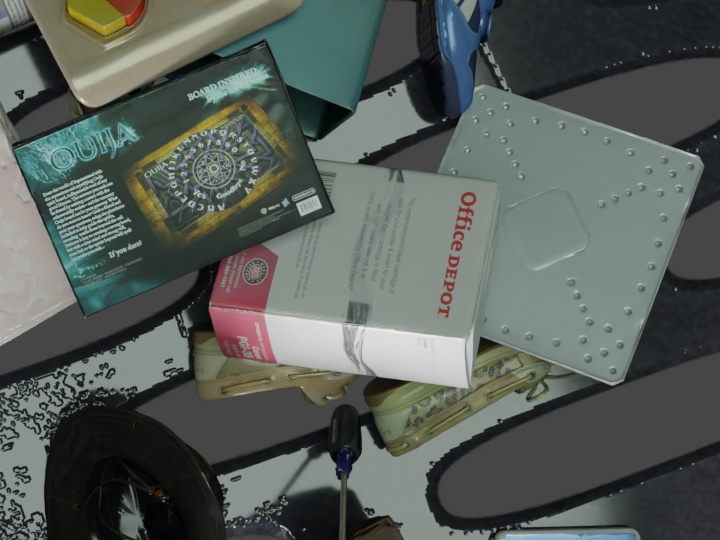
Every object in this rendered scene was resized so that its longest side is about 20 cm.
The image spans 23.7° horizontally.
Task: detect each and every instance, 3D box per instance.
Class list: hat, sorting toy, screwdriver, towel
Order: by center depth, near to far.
[{"bbox_3d":[-0.161,-0.242,1.229,0.184,0.036,0.201,-27,81,-10],"label":"sorting toy"},{"bbox_3d":[-0.320,-0.030,1.295,0.190,0.032,0.201,-26,92,15],"label":"towel"},{"bbox_3d":[-0.017,0.168,1.316,0.029,0.200,0.028,-13,119,13],"label":"screwdriver"},{"bbox_3d":[-0.158,0.190,1.330,0.199,0.081,0.202,10,110,30],"label":"hat"}]

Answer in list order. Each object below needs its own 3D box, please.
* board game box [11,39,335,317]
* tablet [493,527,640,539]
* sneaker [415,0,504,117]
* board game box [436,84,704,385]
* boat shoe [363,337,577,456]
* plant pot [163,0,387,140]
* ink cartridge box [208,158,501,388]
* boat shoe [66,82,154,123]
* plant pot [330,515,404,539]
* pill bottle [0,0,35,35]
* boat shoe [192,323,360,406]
[{"bbox_3d":[-0.134,-0.067,1.239,0.199,0.028,0.136,-22,102,-3],"label":"board game box"},{"bbox_3d":[0.172,0.317,1.435,0.129,0.014,0.202,0,89,-11],"label":"tablet"},{"bbox_3d":[0.088,-0.225,1.388,0.082,0.074,0.202,0,91,-13],"label":"sneaker"},{"bbox_3d":[0.148,-0.029,1.370,0.199,0.026,0.201,20,75,14],"label":"board game box"},{"bbox_3d":[0.102,0.086,1.396,0.199,0.073,0.063,-21,101,-2],"label":"boat shoe"},{"bbox_3d":[-0.049,-0.229,1.332,0.140,0.141,0.201,21,81,-10],"label":"plant pot"},{"bbox_3d":[0.000,0.000,1.306,0.198,0.083,0.147,8,58,10],"label":"ink cartridge box"},{"bbox_3d":[-0.191,-0.116,1.280,0.074,0.068,0.202,-1,76,9],"label":"boat shoe"},{"bbox_3d":[0.001,0.309,1.320,0.199,0.200,0.199,-25,87,-10],"label":"plant pot"},{"bbox_3d":[-0.224,-0.265,1.306,0.199,0.114,0.114,-26,95,-10],"label":"pill bottle"},{"bbox_3d":[-0.034,0.073,1.370,0.198,0.071,0.065,-1,95,-1],"label":"boat shoe"}]
